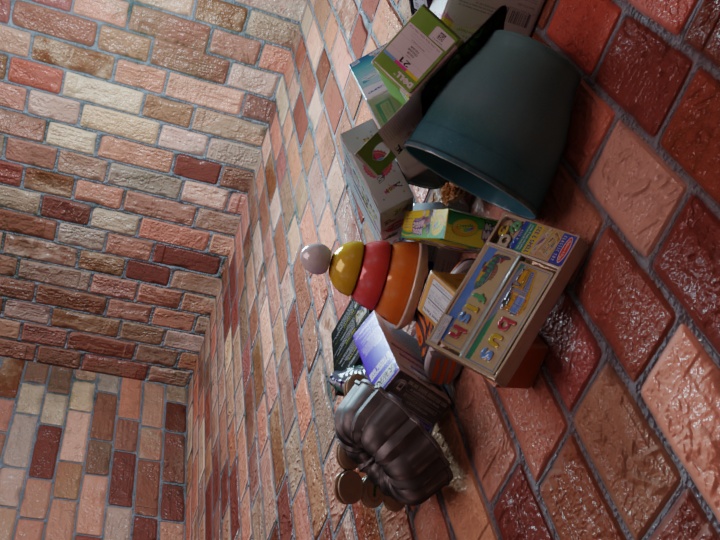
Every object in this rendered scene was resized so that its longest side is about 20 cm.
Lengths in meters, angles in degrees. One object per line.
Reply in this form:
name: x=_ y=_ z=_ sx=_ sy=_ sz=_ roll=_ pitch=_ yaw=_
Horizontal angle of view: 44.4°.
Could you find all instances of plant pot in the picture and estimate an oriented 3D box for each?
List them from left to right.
plant pot: x=0.184 y=-0.197 z=1.145 sx=0.190 sy=0.198 sz=0.200 roll=-62 pitch=19 yaw=2

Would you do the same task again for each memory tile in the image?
memory tile: x=0.025 y=0.271 z=1.388 sx=0.017 sy=0.152 sz=0.203 roll=-16 pitch=61 yaw=47

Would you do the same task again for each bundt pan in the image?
bundt pan: x=0.036 y=0.257 z=1.269 sx=0.076 sy=0.203 sz=0.202 roll=-41 pitch=7 yaw=-20

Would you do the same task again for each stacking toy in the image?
stacking toy: x=0.000 y=0.000 z=1.397 sx=0.146 sy=0.197 sz=0.148 roll=-164 pitch=90 yaw=-85

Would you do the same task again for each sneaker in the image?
sneaker: x=0.016 y=0.193 z=1.595 sx=0.199 sy=0.074 sz=0.089 roll=13 pitch=80 yaw=58
sneaker: x=0.125 y=0.059 z=1.324 sx=0.112 sy=0.077 sz=0.202 roll=-117 pitch=42 yaw=-62

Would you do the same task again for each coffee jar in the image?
coffee jar: x=0.088 y=-0.208 z=1.572 sx=0.200 sy=0.103 sz=0.086 roll=-126 pitch=50 yaw=-68

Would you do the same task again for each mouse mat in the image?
mouse mat: x=0.141 y=-0.262 z=1.208 sx=0.161 sy=0.008 sz=0.200 roll=-46 pitch=-14 yaw=-5

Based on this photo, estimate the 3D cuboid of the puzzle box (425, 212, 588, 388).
puzzle box: x=0.177 y=0.032 z=1.082 sx=0.132 sy=0.025 sz=0.201 roll=24 pitch=80 yaw=50

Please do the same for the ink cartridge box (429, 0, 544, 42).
ink cartridge box: x=0.175 y=-0.368 z=1.334 sx=0.083 sy=0.144 sz=0.202 roll=-107 pitch=34 yaw=-58

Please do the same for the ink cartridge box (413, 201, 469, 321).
ink cartridge box: x=0.108 y=-0.015 z=1.486 sx=0.200 sy=0.046 sz=0.201 roll=-169 pitch=89 yaw=-75

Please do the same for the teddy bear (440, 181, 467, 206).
teddy bear: x=0.170 y=-0.189 z=1.319 sx=0.145 sy=0.066 sz=0.201 roll=-43 pitch=-19 yaw=-44

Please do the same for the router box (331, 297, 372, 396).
router box: x=0.000 y=0.130 z=1.708 sx=0.201 sy=0.050 sz=0.151 roll=120 pitch=153 yaw=-45

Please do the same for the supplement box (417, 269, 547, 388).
supplement box: x=0.156 y=0.073 z=1.159 sx=0.200 sy=0.066 sz=0.070 roll=50 pitch=126 yaw=50

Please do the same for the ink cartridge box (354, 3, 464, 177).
ink cartridge box: x=0.053 y=-0.236 z=1.191 sx=0.200 sy=0.076 sz=0.148 roll=-46 pitch=-13 yaw=4

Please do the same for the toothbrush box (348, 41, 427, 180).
toothbrush box: x=0.061 y=-0.255 z=1.388 sx=0.085 sy=0.147 sz=0.201 roll=-28 pitch=30 yaw=5

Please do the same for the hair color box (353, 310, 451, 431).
hair color box: x=0.061 y=0.154 z=1.383 sx=0.065 sy=0.109 sz=0.200 roll=-51 pitch=22 yaw=10

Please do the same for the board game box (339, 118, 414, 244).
board game box: x=0.028 y=-0.132 z=1.432 sx=0.200 sy=0.064 sz=0.149 roll=79 pitch=165 yaw=-75

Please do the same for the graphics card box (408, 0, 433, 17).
graphics card box: x=0.137 y=-0.434 z=1.412 sx=0.125 sy=0.051 sz=0.201 roll=-45 pitch=-30 yaw=-16

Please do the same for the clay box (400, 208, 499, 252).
clay box: x=0.146 y=-0.055 z=1.273 sx=0.200 sy=0.113 sz=0.048 roll=-168 pitch=90 yaw=-73
